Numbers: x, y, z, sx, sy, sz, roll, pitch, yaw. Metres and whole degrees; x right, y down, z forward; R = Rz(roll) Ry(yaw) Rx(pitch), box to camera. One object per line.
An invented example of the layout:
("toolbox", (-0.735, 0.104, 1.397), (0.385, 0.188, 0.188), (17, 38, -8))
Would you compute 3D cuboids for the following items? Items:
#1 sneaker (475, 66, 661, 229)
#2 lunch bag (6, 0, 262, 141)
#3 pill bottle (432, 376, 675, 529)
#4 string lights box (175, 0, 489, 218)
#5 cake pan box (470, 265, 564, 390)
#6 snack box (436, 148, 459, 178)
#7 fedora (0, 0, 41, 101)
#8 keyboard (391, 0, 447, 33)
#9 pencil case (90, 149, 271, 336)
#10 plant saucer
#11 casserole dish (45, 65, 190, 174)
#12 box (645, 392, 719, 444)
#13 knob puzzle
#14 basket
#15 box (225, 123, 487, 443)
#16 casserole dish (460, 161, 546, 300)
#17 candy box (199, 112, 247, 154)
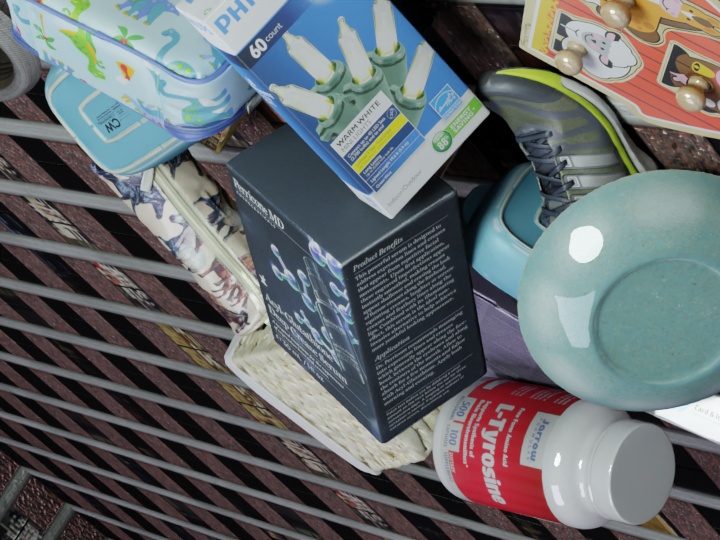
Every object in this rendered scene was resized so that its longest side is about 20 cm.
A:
("sneaker", (0.150, -0.067, 1.510), (0.200, 0.081, 0.074), (40, 159, -23))
("lunch bag", (-0.137, -0.192, 1.524), (0.199, 0.161, 0.083), (27, 151, 20))
("pill bottle", (0.166, 0.158, 1.851), (0.199, 0.113, 0.112), (8, 150, 47))
("string lights box", (-0.017, -0.140, 1.446), (0.200, 0.103, 0.059), (45, 176, -30))
("cake pan box", (0.137, 0.054, 1.882), (0.199, 0.052, 0.184), (30, 163, 6))
("snack box", (0.032, -0.077, 1.684), (0.024, 0.072, 0.200), (36, 161, -10))
("fedora", (-0.346, -0.228, 1.867), (0.177, 0.091, 0.200), (41, 153, -28))
("keyboard", (-0.010, -0.220, 1.447), (0.104, 0.040, 0.200), (20, 159, 33))
("pencil case", (-0.132, -0.038, 1.798), (0.200, 0.078, 0.089), (49, -170, -10))
("plant saucer", (0.210, 0.026, 1.508), (0.201, 0.201, 0.039), (41, -159, -24))
("casserole dish", (-0.170, -0.137, 1.654), (0.121, 0.039, 0.200), (51, 139, -12))
("box", (0.290, 0.103, 1.666), (0.199, 0.041, 0.156), (25, -167, 24))
("knob puzzle", (0.191, -0.132, 1.366), (0.219, 0.031, 0.220), (28, 160, 11))
("basket", (-0.003, 0.085, 2.054), (0.200, 0.136, 0.123), (39, 156, -20))
("box", (0.000, 0.000, 1.606), (0.148, 0.107, 0.201), (41, 155, 39))
("casserole dish", (0.168, -0.011, 1.586), (0.199, 0.121, 0.039), (32, 139, 3))
("candy box", (-0.136, -0.174, 1.731), (0.115, 0.055, 0.200), (33, 162, 0))
